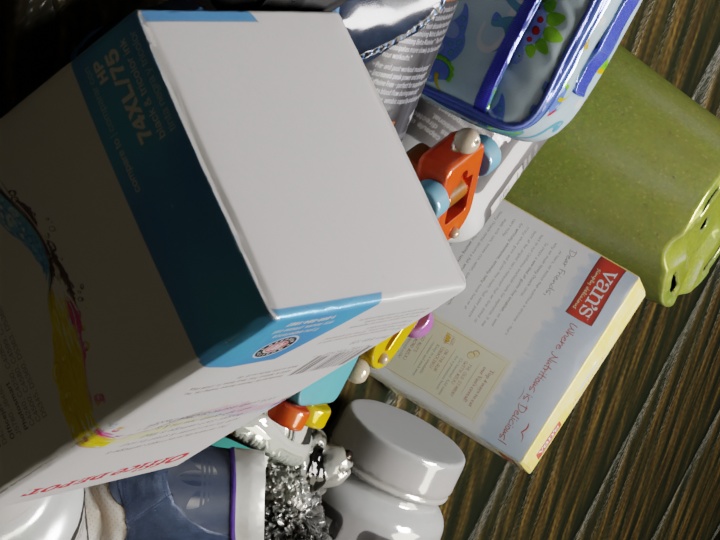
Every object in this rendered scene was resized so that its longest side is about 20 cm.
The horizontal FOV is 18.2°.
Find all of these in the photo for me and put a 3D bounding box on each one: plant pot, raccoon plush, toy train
[{"bbox_3d":[0.178,-0.074,1.613,0.200,0.184,0.201,-47,156,-28],"label":"plant pot"},{"bbox_3d":[-0.092,0.178,1.516,0.199,0.135,0.097,-25,-171,-13],"label":"raccoon plush"},{"bbox_3d":[0.000,0.000,1.281,0.200,0.055,0.151,-43,153,-38],"label":"toy train"}]

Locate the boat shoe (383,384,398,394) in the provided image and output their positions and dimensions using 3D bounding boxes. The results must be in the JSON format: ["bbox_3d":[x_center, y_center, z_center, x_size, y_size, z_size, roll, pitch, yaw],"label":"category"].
[{"bbox_3d":[0.064,0.047,1.660,0.072,0.066,0.201,-41,162,-30],"label":"boat shoe"}]

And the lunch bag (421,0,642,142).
[{"bbox_3d":[0.089,-0.185,1.290,0.201,0.160,0.082,-61,160,8],"label":"lunch bag"}]

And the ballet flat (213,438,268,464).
[{"bbox_3d":[-0.073,0.063,1.412,0.072,0.072,0.201,-20,139,-59],"label":"ballet flat"}]

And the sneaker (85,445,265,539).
[{"bbox_3d":[-0.133,0.150,1.336,0.200,0.146,0.081,106,-17,-68],"label":"sneaker"}]

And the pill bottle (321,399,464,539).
[{"bbox_3d":[-0.009,0.204,1.645,0.201,0.114,0.114,-63,159,12],"label":"pill bottle"}]

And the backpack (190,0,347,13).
[{"bbox_3d":[-0.036,-0.209,1.021,0.200,0.126,0.167,-56,148,-5],"label":"backpack"}]

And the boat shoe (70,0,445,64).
[{"bbox_3d":[-0.040,-0.110,1.105,0.199,0.069,0.085,-26,110,-15],"label":"boat shoe"}]

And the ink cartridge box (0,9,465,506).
[{"bbox_3d":[-0.091,-0.005,1.008,0.200,0.147,0.146,-33,166,33],"label":"ink cartridge box"}]

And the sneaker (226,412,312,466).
[{"bbox_3d":[-0.076,0.051,1.309,0.200,0.075,0.088,38,73,-54],"label":"sneaker"}]

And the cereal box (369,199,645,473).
[{"bbox_3d":[0.065,0.021,1.460,0.144,0.200,0.040,-56,159,-7],"label":"cereal box"}]

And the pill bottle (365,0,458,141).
[{"bbox_3d":[-0.005,-0.139,1.212,0.106,0.106,0.201,-18,135,-60],"label":"pill bottle"}]

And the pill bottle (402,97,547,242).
[{"bbox_3d":[0.054,-0.090,1.406,0.200,0.113,0.114,-53,159,-16],"label":"pill bottle"}]

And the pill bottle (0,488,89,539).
[{"bbox_3d":[-0.195,0.136,1.142,0.116,0.116,0.200,-45,156,-32],"label":"pill bottle"}]
